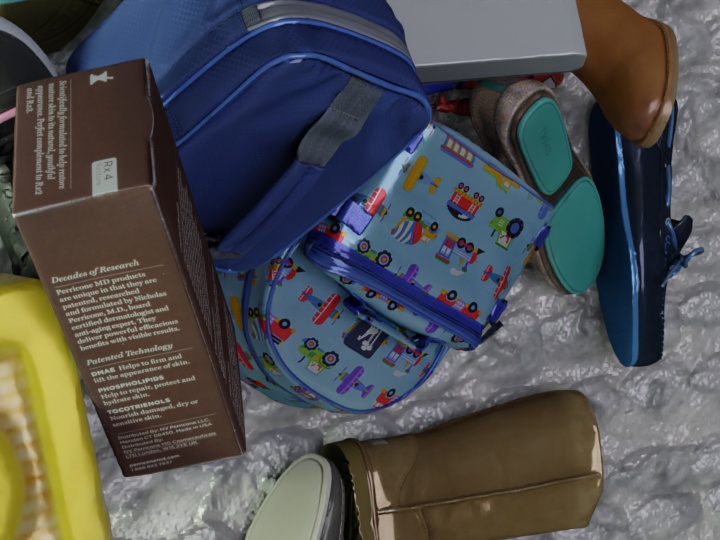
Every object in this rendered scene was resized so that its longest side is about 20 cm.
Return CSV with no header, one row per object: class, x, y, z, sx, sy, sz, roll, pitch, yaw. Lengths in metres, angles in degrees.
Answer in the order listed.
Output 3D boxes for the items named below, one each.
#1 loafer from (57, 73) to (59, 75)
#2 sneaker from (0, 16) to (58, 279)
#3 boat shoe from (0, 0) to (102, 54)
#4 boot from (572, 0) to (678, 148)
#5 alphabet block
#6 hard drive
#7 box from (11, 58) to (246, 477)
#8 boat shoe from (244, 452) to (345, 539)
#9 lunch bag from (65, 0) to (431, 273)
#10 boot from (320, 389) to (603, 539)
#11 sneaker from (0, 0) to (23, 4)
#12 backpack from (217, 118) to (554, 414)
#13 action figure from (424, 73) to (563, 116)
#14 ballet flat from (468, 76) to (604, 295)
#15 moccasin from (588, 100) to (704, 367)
loafer,-0.267,-0.106,0.935,0.200,0.070,0.069,0,92,-26
sneaker,-0.180,-0.048,0.915,0.070,0.099,0.201,-24,135,-11
boat shoe,-0.177,-0.231,0.974,0.071,0.066,0.202,6,112,-35
boot,0.119,-0.169,1.078,0.155,0.077,0.201,8,52,-25
alphabet block,-0.258,0.110,0.876,0.196,0.200,0.196,-16,98,-25
hard drive,0.062,-0.216,1.047,0.131,0.026,0.201,-5,69,-7
box,-0.115,0.004,0.836,0.075,0.100,0.201,-10,134,0
boat shoe,-0.046,0.219,1.066,0.057,0.067,0.201,19,88,-41
lunch bag,-0.069,-0.086,0.911,0.136,0.200,0.133,17,43,-43
boot,0.078,0.181,1.121,0.199,0.066,0.176,-6,95,-27
sneaker,-0.165,-0.221,0.898,0.199,0.079,0.131,-22,105,-41
backpack,0.000,0.000,1.028,0.182,0.134,0.200,36,86,-35
action figure,0.052,-0.138,1.107,0.199,0.052,0.066,0,88,-29
ballet flat,0.120,-0.063,1.121,0.068,0.067,0.200,-43,139,-19
moccasin,0.209,-0.032,1.166,0.068,0.080,0.201,-3,95,-14
